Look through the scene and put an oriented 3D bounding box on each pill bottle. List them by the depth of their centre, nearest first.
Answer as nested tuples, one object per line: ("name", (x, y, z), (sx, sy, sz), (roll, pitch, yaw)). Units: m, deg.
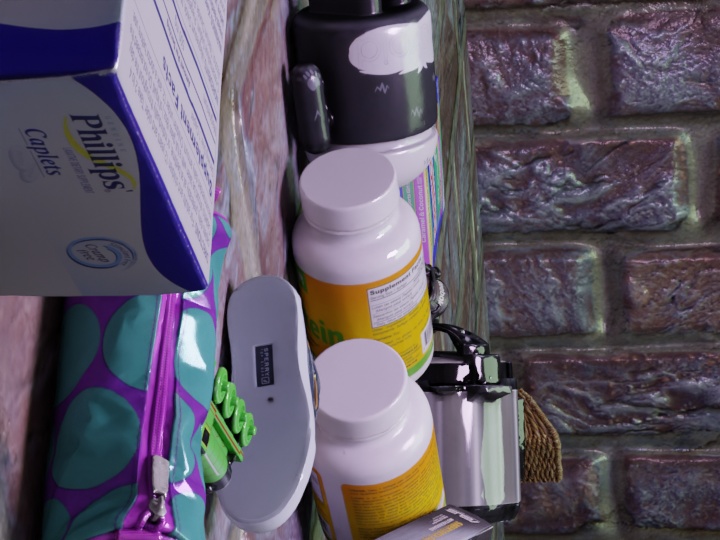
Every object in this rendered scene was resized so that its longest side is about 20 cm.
("pill bottle", (0.009, 0.151, 1.702), (0.201, 0.110, 0.112), (79, 12, -50))
("pill bottle", (0.000, 0.000, 1.733), (0.112, 0.110, 0.201), (-83, 168, -49))

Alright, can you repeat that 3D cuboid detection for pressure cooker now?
("pressure cooker", (0.076, 0.154, 2.036), (0.179, 0.174, 0.202), (16, 71, -79))

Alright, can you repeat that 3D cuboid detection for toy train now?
("toy train", (-0.100, 0.086, 1.228), (0.200, 0.041, 0.057), (71, 28, -66))

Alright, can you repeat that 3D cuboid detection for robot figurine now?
("robot figurine", (0.003, -0.167, 1.764), (0.125, 0.149, 0.202), (-131, -147, -66))

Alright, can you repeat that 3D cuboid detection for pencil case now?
("pencil case", (-0.107, 0.060, 0.988), (0.092, 0.085, 0.202), (-39, -138, 49))

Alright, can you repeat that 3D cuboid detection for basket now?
("basket", (0.321, 0.315, 3.974), (0.201, 0.148, 0.144), (76, 15, -55))

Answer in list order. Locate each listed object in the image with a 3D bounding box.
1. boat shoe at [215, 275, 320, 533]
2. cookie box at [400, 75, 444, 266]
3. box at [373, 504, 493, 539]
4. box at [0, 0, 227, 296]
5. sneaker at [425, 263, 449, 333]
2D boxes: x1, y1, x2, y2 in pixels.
("boat shoe", (-0.057, 0.107, 1.414), (0.091, 0.070, 0.202), (72, 15, -51))
("cookie box", (0.049, -0.106, 2.265), (0.200, 0.074, 0.173), (-74, 161, -65))
("box", (0.029, 0.306, 1.674), (0.158, 0.048, 0.202), (-15, 124, -58))
("box", (-0.123, -0.117, 0.846), (0.184, 0.104, 0.202), (74, 15, -63))
("sneaker", (0.041, 0.008, 2.103), (0.201, 0.097, 0.071), (76, 16, -53))
